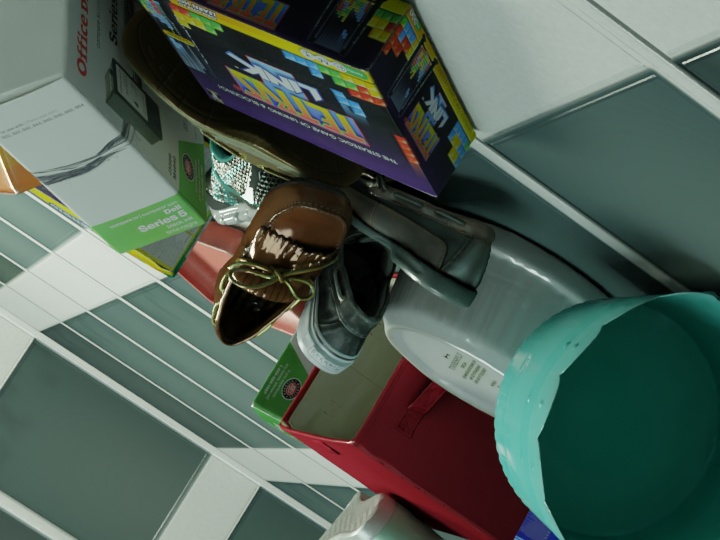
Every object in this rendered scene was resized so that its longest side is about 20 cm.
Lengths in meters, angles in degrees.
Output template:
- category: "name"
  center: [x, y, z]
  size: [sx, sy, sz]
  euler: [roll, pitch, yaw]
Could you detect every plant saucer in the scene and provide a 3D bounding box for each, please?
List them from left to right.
- category: "plant saucer"
  center: [-0.136, -0.003, 1.991]
  size: [0.200, 0.037, 0.200]
  euler: [18, 161, 42]

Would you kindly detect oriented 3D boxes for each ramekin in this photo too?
- category: "ramekin"
  center: [0.109, 0.048, 1.500]
  size: [0.202, 0.094, 0.202]
  euler: [30, 167, 8]

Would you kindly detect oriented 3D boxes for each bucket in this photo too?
- category: "bucket"
  center: [0.196, 0.111, 1.319]
  size: [0.207, 0.207, 0.135]
  euler: [35, 176, -13]

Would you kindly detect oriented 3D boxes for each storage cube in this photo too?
- category: "storage cube"
  center: [0.068, 0.121, 1.686]
  size: [0.180, 0.171, 0.200]
  euler: [36, 166, -20]

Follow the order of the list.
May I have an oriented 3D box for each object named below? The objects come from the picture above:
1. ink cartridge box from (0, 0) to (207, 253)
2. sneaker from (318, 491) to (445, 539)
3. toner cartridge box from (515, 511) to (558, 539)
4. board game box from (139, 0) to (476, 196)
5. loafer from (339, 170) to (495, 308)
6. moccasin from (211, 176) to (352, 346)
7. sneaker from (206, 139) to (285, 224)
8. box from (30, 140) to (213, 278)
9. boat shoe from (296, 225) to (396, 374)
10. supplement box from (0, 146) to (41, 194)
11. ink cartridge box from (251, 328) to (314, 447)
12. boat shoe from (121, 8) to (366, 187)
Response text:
- category: "ink cartridge box"
  center: [-0.196, -0.129, 1.408]
  size: [0.084, 0.146, 0.200]
  euler: [-18, 144, 18]
- category: "sneaker"
  center: [0.029, 0.264, 1.760]
  size: [0.118, 0.074, 0.200]
  euler: [40, 166, -5]
- category: "toner cartridge box"
  center: [0.145, 0.222, 2.044]
  size: [0.200, 0.095, 0.043]
  euler: [28, 167, 17]
- category: "board game box"
  center: [-0.039, -0.139, 1.246]
  size: [0.200, 0.057, 0.165]
  euler: [25, 164, 28]
- category: "loafer"
  center: [0.040, -0.040, 1.422]
  size: [0.072, 0.063, 0.200]
  euler: [24, -168, -37]
- category: "moccasin"
  center: [-0.064, -0.004, 1.434]
  size: [0.074, 0.078, 0.201]
  euler: [24, 145, -20]
- category: "sneaker"
  center: [-0.089, -0.087, 1.549]
  size: [0.091, 0.078, 0.200]
  euler: [63, 163, -15]
- category: "box"
  center: [-0.218, -0.094, 1.673]
  size: [0.200, 0.117, 0.048]
  euler: [32, 171, 0]
- category: "boat shoe"
  center: [0.000, 0.000, 1.497]
  size: [0.072, 0.071, 0.200]
  euler: [37, -150, -24]
- category: "supplement box"
  center: [-0.279, -0.162, 1.471]
  size: [0.069, 0.066, 0.200]
  euler: [6, 119, 67]
- category: "ink cartridge box"
  center: [0.020, 0.126, 1.865]
  size: [0.200, 0.147, 0.083]
  euler: [28, 168, 20]
- category: "boat shoe"
  center: [-0.090, -0.117, 1.400]
  size: [0.200, 0.074, 0.066]
  euler: [35, 161, -11]
